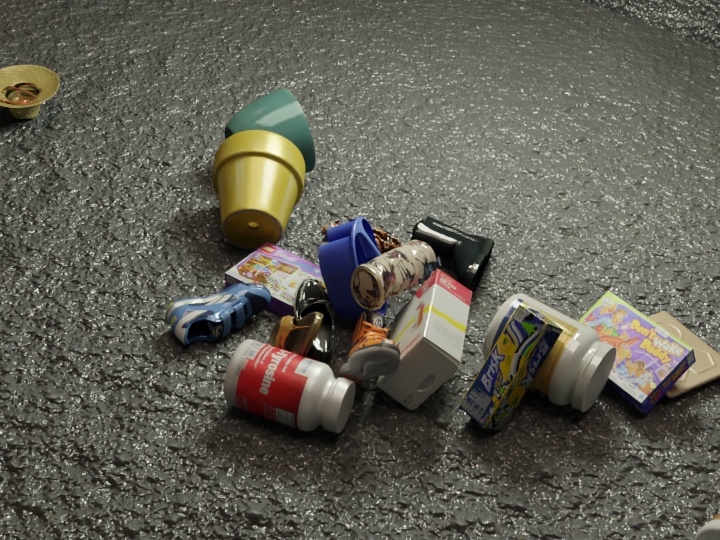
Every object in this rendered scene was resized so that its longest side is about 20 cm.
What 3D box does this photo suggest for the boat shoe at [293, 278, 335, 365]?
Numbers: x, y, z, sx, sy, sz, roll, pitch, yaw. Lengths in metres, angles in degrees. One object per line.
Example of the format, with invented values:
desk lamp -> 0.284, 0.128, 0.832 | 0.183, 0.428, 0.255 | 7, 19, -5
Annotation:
boat shoe -> -0.080, 0.085, 1.620 | 0.073, 0.067, 0.202 | 10, 50, -13

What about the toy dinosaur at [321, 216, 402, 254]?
toy dinosaur -> 0.017, -0.036, 1.784 | 0.198, 0.138, 0.102 | 26, 39, 27

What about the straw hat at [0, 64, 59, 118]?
straw hat -> -0.839, -0.424, 2.248 | 0.197, 0.086, 0.203 | 3, 41, -3

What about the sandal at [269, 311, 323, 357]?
sandal -> -0.123, 0.107, 1.549 | 0.053, 0.082, 0.199 | 24, -15, -23

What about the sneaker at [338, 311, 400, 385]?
sneaker -> 0.020, 0.116, 1.508 | 0.076, 0.200, 0.114 | 23, 67, -15

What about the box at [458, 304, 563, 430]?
box -> 0.247, 0.161, 1.488 | 0.064, 0.202, 0.070 | 37, 11, 36

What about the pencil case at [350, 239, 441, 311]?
pencil case -> 0.063, 0.010, 1.620 | 0.199, 0.078, 0.090 | -25, 78, -49

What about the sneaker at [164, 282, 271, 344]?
sneaker -> -0.251, 0.084, 1.642 | 0.197, 0.075, 0.083 | -17, 42, -17

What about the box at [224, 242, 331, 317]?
box -> -0.147, 0.025, 1.761 | 0.198, 0.040, 0.137 | 25, 40, 24

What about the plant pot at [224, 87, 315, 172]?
plant pot -> -0.217, -0.295, 2.072 | 0.159, 0.203, 0.201 | -23, 43, -18

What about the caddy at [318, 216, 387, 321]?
caddy -> 0.000, 0.000, 1.685 | 0.103, 0.203, 0.142 | -8, 30, 19

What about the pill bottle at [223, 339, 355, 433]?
pill bottle -> -0.113, 0.193, 1.470 | 0.196, 0.114, 0.113 | 16, 36, 14

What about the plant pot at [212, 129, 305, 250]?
plant pot -> -0.216, -0.154, 1.883 | 0.196, 0.203, 0.191 | 3, 50, -3

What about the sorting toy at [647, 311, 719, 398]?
sorting toy -> 0.570, 0.158, 1.685 | 0.197, 0.037, 0.185 | -11, 39, -29

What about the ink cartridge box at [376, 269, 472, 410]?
ink cartridge box -> 0.112, 0.118, 1.562 | 0.083, 0.145, 0.201 | 34, 34, -11

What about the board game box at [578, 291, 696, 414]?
board game box -> 0.475, 0.143, 1.618 | 0.134, 0.045, 0.200 | -43, 47, -7

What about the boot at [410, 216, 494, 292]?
boot -> 0.177, -0.035, 1.853 | 0.165, 0.078, 0.200 | 18, 30, 11

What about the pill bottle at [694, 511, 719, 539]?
pill bottle -> 0.585, 0.377, 1.310 | 0.198, 0.116, 0.114 | -22, 44, -33

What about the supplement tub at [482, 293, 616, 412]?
supplement tub -> 0.328, 0.143, 1.571 | 0.198, 0.147, 0.144 | 28, 41, 29
